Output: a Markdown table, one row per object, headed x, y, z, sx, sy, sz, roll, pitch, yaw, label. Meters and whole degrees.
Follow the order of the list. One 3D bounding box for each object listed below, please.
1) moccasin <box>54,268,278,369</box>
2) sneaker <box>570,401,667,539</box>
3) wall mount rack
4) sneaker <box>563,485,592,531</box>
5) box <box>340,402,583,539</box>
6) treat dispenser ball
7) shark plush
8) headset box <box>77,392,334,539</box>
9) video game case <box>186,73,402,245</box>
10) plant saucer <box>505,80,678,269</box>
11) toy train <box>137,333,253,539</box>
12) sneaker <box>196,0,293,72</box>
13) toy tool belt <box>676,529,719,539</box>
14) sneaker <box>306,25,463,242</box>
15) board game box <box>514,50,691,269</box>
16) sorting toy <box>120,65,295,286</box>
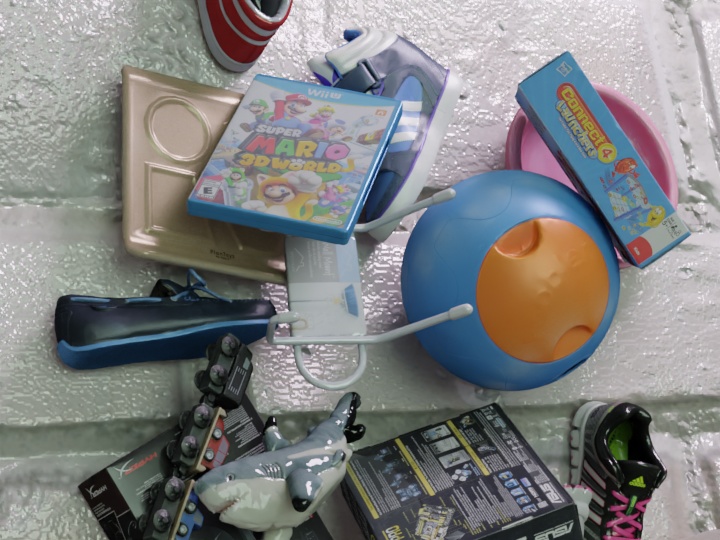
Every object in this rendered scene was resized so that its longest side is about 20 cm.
| x | y | z | sx | sy | sz | roll | pitch | yaw | label |
| --- | --- | --- | --- | --- | --- | --- | --- | --- | --- |
| -0.164 | 0.035 | 1.550 | 0.199 | 0.080 | 0.068 | -3 | 64 | -32 | moccasin |
| 0.244 | 0.212 | 1.697 | 0.073 | 0.087 | 0.201 | 11 | 67 | -24 | sneaker |
| 0.000 | 0.000 | 1.571 | 0.173 | 0.075 | 0.201 | -1 | 62 | -10 | wall mount rack |
| 0.126 | 0.243 | 1.628 | 0.199 | 0.081 | 0.089 | 1 | 75 | -23 | sneaker |
| 0.079 | 0.194 | 1.531 | 0.160 | 0.200 | 0.049 | -17 | 115 | -10 | box |
| 0.136 | 0.009 | 1.648 | 0.200 | 0.201 | 0.202 | 10 | 68 | -25 | treat dispenser ball |
| -0.051 | 0.148 | 1.485 | 0.083 | 0.091 | 0.200 | 38 | 52 | 9 | shark plush |
| -0.117 | 0.223 | 1.508 | 0.149 | 0.077 | 0.201 | -31 | 89 | -33 | headset box |
| -0.054 | -0.102 | 1.594 | 0.142 | 0.018 | 0.200 | 11 | 41 | 10 | video game case |
| 0.227 | -0.092 | 1.822 | 0.200 | 0.051 | 0.202 | 9 | 68 | -24 | plant saucer |
| -0.130 | 0.144 | 1.468 | 0.046 | 0.034 | 0.201 | 35 | 57 | -26 | toy train |
| -0.123 | -0.296 | 1.672 | 0.071 | 0.112 | 0.201 | -18 | 81 | -32 | sneaker |
| 0.333 | 0.313 | 1.671 | 0.200 | 0.124 | 0.124 | -8 | 82 | -66 | toy tool belt |
| 0.002 | -0.139 | 1.709 | 0.146 | 0.081 | 0.201 | 27 | 64 | -8 | sneaker |
| 0.221 | -0.101 | 1.682 | 0.056 | 0.196 | 0.200 | -34 | 90 | 4 | board game box |
| -0.133 | -0.080 | 1.625 | 0.184 | 0.036 | 0.201 | 11 | 58 | -30 | sorting toy |
